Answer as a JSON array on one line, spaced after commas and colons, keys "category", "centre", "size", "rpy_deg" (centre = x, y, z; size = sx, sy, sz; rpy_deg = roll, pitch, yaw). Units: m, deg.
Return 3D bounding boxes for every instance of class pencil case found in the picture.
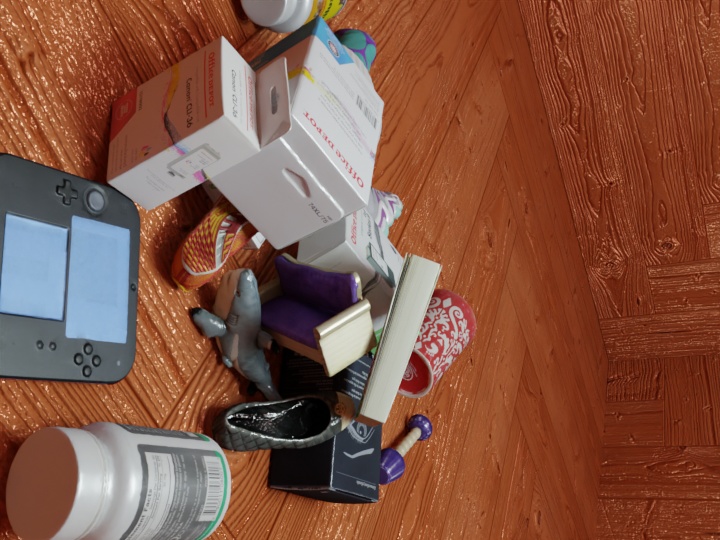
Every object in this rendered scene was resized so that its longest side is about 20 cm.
[{"category": "pencil case", "centre": [-0.028, -0.313, 1.266], "size": [0.092, 0.084, 0.204], "rpy_deg": [38, 49, -33]}]

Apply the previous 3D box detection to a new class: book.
[{"category": "book", "centre": [0.042, 0.095, 0.960], "size": [0.134, 0.047, 0.205], "rpy_deg": [109, -1, -75]}]

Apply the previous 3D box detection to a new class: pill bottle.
[{"category": "pill bottle", "centre": [-0.224, 0.206, 0.719], "size": [0.199, 0.111, 0.116], "rpy_deg": [29, 58, -57]}, {"category": "pill bottle", "centre": [-0.098, -0.419, 1.126], "size": [0.200, 0.107, 0.112], "rpy_deg": [-47, 124, -56]}]

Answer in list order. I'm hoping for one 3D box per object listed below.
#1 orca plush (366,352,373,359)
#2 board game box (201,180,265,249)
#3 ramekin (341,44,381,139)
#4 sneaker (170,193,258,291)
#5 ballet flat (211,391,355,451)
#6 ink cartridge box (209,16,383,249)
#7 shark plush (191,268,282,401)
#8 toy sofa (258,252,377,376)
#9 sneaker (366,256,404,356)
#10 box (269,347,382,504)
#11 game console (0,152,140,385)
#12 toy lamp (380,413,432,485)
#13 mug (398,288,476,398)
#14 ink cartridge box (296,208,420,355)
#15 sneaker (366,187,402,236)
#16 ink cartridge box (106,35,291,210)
[{"category": "orca plush", "centre": [-0.024, 0.097, 1.134], "size": [0.105, 0.071, 0.201], "rpy_deg": [-43, 122, -9]}, {"category": "board game box", "centre": [-0.162, -0.146, 0.994], "size": [0.202, 0.034, 0.128], "rpy_deg": [61, 43, -36]}, {"category": "ramekin", "centre": [-0.066, -0.230, 1.061], "size": [0.095, 0.198, 0.205], "rpy_deg": [-84, 152, -49]}, {"category": "sneaker", "centre": [-0.166, -0.055, 0.931], "size": [0.073, 0.077, 0.200], "rpy_deg": [48, 49, -6]}, {"category": "ballet flat", "centre": [-0.090, 0.190, 0.947], "size": [0.195, 0.057, 0.068], "rpy_deg": [-6, 71, -29]}, {"category": "ink cartridge box", "centre": [-0.075, -0.164, 0.910], "size": [0.147, 0.144, 0.203], "rpy_deg": [46, 35, -33]}, {"category": "shark plush", "centre": [-0.139, 0.096, 0.944], "size": [0.091, 0.081, 0.205], "rpy_deg": [-33, 113, -61]}, {"category": "toy sofa", "centre": [-0.073, 0.050, 0.949], "size": [0.082, 0.198, 0.100], "rpy_deg": [-28, 115, -30]}, {"category": "sneaker", "centre": [0.007, 0.058, 1.256], "size": [0.204, 0.110, 0.077], "rpy_deg": [-63, 163, 4]}, {"category": "box", "centre": [-0.042, 0.220, 1.082], "size": [0.148, 0.102, 0.205], "rpy_deg": [39, 50, -53]}, {"category": "game console", "centre": [-0.287, 0.005, 0.734], "size": [0.176, 0.030, 0.206], "rpy_deg": [21, 65, -61]}, {"category": "toy lamp", "centre": [0.073, 0.317, 1.338], "size": [0.199, 0.057, 0.060], "rpy_deg": [-33, 112, -62]}, {"category": "mug", "centre": [0.106, 0.129, 1.417], "size": [0.200, 0.175, 0.136], "rpy_deg": [-43, 157, -53]}, {"category": "ink cartridge box", "centre": [0.000, 0.000, 1.093], "size": [0.201, 0.083, 0.148], "rpy_deg": [51, 23, -32]}, {"category": "sneaker", "centre": [0.007, -0.134, 1.303], "size": [0.142, 0.076, 0.201], "rpy_deg": [60, 20, -18]}, {"category": "ink cartridge box", "centre": [-0.171, -0.162, 0.796], "size": [0.067, 0.196, 0.119], "rpy_deg": [41, 32, -50]}]
